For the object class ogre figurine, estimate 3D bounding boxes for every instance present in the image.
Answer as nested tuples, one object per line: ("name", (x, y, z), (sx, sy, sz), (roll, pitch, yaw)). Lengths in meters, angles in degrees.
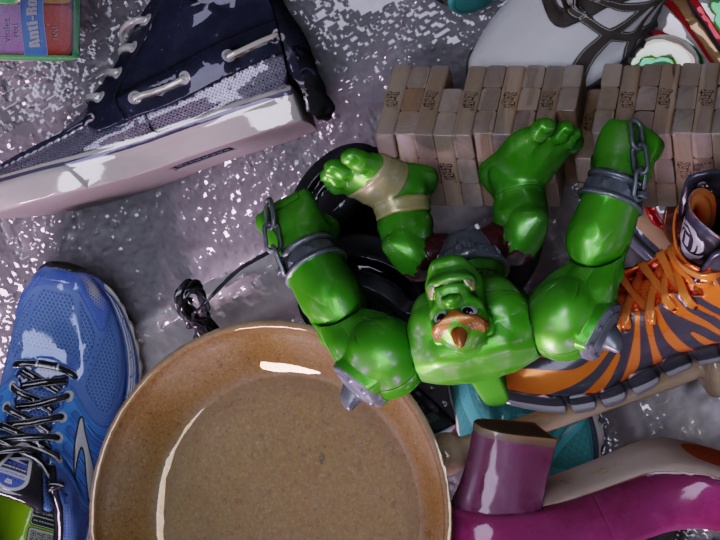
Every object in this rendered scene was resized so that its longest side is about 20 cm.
("ogre figurine", (0.054, -0.002, 1.386), (0.199, 0.098, 0.120), (-6, 69, -6))

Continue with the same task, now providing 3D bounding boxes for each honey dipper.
("honey dipper", (0.127, 0.066, 1.466), (0.199, 0.038, 0.038), (-19, 90, -8))

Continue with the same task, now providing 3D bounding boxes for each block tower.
("block tower", (0.113, -0.069, 1.443), (0.199, 0.058, 0.054), (2, 138, 14))

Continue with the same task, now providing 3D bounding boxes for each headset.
("headset", (0.000, 0.000, 1.499), (0.199, 0.094, 0.124), (-13, 47, 5))

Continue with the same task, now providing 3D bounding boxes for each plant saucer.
("plant saucer", (-0.042, 0.126, 1.441), (0.199, 0.035, 0.201), (-1, 87, 22))

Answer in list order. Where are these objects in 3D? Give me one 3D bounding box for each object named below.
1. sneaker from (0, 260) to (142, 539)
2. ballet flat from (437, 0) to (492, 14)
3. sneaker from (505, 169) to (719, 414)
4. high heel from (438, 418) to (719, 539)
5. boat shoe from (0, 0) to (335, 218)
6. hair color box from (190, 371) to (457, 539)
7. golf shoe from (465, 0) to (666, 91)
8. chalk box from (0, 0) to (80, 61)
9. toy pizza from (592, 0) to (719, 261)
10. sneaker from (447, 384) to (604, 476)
("sneaker", (-0.171, 0.095, 1.552), (0.078, 0.089, 0.201), (7, 96, 12))
("ballet flat", (0.108, -0.213, 1.472), (0.200, 0.073, 0.073), (-34, 86, 20))
("sneaker", (0.147, 0.003, 1.415), (0.199, 0.112, 0.078), (-15, 55, 0))
("high heel", (0.135, 0.135, 1.446), (0.199, 0.067, 0.097), (10, 100, -14))
("boat shoe", (-0.118, -0.096, 1.540), (0.199, 0.075, 0.093), (-17, 83, 7))
("hair color box", (-0.042, 0.141, 1.517), (0.061, 0.101, 0.200), (43, 101, 9))
("golf shoe", (0.125, -0.156, 1.444), (0.200, 0.094, 0.078), (-33, 57, 20))
("chalk box", (-0.225, -0.172, 1.484), (0.200, 0.123, 0.125), (7, 97, 47))
("toy pizza", (0.209, -0.083, 1.474), (0.199, 0.032, 0.201), (1, 95, 14))
("sneaker", (0.094, 0.122, 1.494), (0.077, 0.080, 0.201), (-16, 90, 15))
